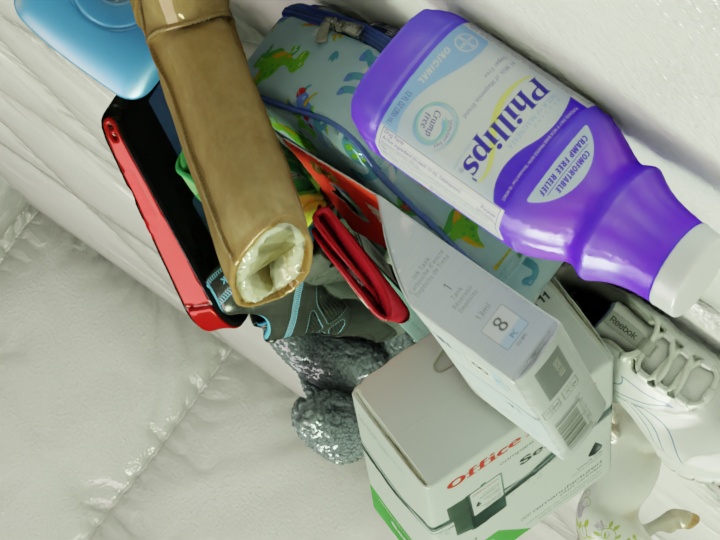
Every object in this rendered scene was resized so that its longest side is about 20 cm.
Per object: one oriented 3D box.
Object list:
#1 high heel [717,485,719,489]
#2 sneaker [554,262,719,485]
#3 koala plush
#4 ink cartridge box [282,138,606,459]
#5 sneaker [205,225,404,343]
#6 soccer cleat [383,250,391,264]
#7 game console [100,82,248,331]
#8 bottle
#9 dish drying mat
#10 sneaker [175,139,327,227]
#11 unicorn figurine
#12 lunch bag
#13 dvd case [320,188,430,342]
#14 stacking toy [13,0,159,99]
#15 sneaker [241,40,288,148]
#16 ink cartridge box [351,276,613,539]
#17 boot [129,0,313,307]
[{"bbox_3d":[0.276,0.118,1.663,0.067,0.096,0.200,3,-158,-10],"label":"high heel"},{"bbox_3d":[0.184,0.065,1.641,0.200,0.075,0.087,32,166,36],"label":"sneaker"},{"bbox_3d":[-0.033,0.008,1.975,0.200,0.177,0.184,41,-167,-46],"label":"koala plush"},{"bbox_3d":[0.039,0.017,1.491,0.200,0.047,0.160,34,173,23],"label":"ink cartridge box"},{"bbox_3d":[-0.035,0.011,1.761,0.073,0.082,0.200,58,-168,29],"label":"sneaker"},{"bbox_3d":[0.091,0.020,1.741,0.200,0.086,0.070,43,172,-31],"label":"soccer cleat"},{"bbox_3d":[-0.106,-0.070,1.778,0.200,0.031,0.177,-68,-40,-60],"label":"game console"},{"bbox_3d":[0.091,-0.050,1.322,0.200,0.084,0.065,37,172,21],"label":"bottle"},{"bbox_3d":[0.000,0.000,1.550,0.077,0.018,0.200,52,-179,3],"label":"dish drying mat"},{"bbox_3d":[-0.069,-0.062,1.614,0.084,0.074,0.200,54,175,-12],"label":"sneaker"},{"bbox_3d":[0.190,0.129,1.826,0.137,0.201,0.074,12,174,-16],"label":"unicorn figurine"},{"bbox_3d":[0.026,-0.068,1.539,0.200,0.083,0.161,43,170,-32],"label":"lunch bag"},{"bbox_3d":[0.005,-0.032,1.792,0.146,0.022,0.200,45,-166,-42],"label":"dvd case"},{"bbox_3d":[-0.134,-0.179,1.658,0.110,0.116,0.200,38,-174,3],"label":"stacking toy"},{"bbox_3d":[-0.040,-0.110,1.701,0.200,0.073,0.071,25,158,25],"label":"sneaker"},{"bbox_3d":[0.080,0.101,1.648,0.083,0.146,0.200,51,169,23],"label":"ink cartridge box"},{"bbox_3d":[-0.075,-0.105,1.442,0.175,0.066,0.201,88,164,-66],"label":"boot"}]
